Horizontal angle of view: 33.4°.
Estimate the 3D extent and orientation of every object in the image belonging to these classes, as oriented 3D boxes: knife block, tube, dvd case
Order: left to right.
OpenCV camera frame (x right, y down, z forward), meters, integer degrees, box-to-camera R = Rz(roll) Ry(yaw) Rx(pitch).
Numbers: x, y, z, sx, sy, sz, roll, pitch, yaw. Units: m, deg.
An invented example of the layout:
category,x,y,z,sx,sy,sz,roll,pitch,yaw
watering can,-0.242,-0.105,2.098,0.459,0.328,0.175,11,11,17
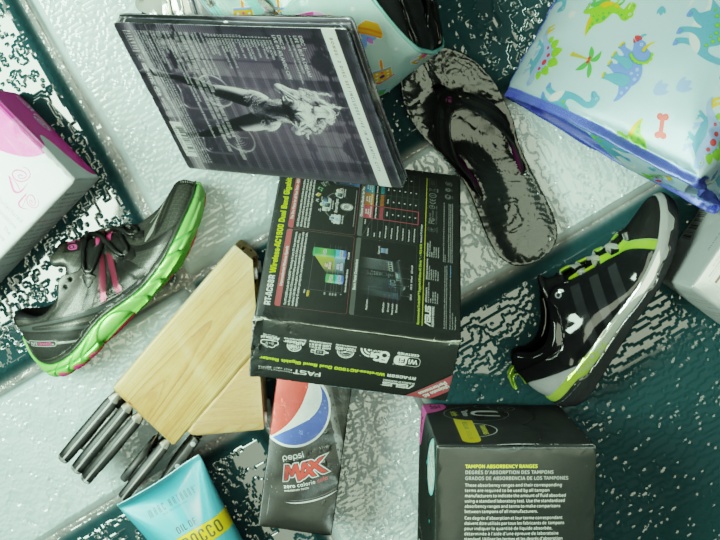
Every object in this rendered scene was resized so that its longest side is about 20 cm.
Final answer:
category,x,y,z,sx,sy,sz,roll,pitch,yaw
knife block,-0.163,0.082,0.985,0.172,0.064,0.204,-3,96,-2
tube,-0.115,0.249,0.987,0.077,0.050,0.202,-31,108,-5
dvd case,-0.072,-0.126,0.887,0.197,0.150,0.016,8,52,28

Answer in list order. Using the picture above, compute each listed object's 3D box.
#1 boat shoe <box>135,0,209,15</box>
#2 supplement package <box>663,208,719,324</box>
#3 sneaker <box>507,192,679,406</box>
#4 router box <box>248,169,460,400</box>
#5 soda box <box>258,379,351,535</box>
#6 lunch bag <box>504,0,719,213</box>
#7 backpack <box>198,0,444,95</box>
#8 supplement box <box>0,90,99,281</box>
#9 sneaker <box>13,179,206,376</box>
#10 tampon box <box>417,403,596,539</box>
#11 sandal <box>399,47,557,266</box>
category,x,y,z,sx,sy,sz,roll,pitch,yaw
boat shoe,-0.148,-0.213,0.959,0.065,0.072,0.203,-16,102,-2
supplement package,0.359,0.022,0.970,0.199,0.110,0.114,36,93,-4
sneaker,0.187,0.017,0.985,0.082,0.072,0.202,29,94,-3
router box,0.000,0.000,0.916,0.147,0.202,0.063,8,131,-2
soda box,-0.040,0.107,0.987,0.062,0.071,0.204,7,95,-2
lunch bag,0.232,-0.168,0.946,0.199,0.127,0.172,32,94,25
backpack,-0.031,-0.217,0.909,0.153,0.176,0.200,-41,96,19
supplement box,-0.317,-0.038,0.952,0.200,0.103,0.101,-44,94,4
sneaker,-0.203,-0.003,0.971,0.200,0.077,0.084,-45,99,2
tampon box,0.110,0.220,0.962,0.124,0.150,0.204,1,95,-2
sandal,0.102,-0.098,0.983,0.075,0.048,0.202,-33,96,2
